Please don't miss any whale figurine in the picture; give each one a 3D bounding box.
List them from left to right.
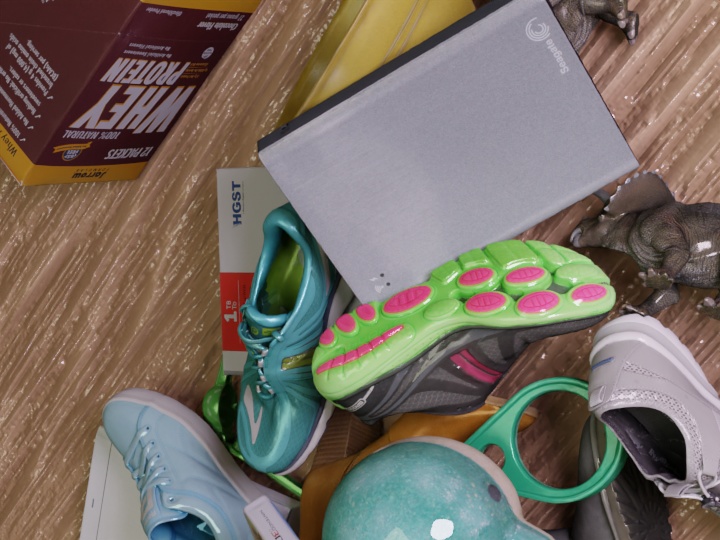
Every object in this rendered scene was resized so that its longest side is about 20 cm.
[{"bbox_3d":[0.052,0.205,0.973,0.159,0.104,0.200,-25,89,29],"label":"whale figurine"}]

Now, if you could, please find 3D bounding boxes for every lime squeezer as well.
[{"bbox_3d":[-0.079,0.119,1.209,0.071,0.038,0.200,-27,77,0],"label":"lime squeezer"}]

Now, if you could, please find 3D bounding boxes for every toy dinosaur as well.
[{"bbox_3d":[0.125,-0.193,1.005,0.102,0.077,0.200,0,98,19],"label":"toy dinosaur"},{"bbox_3d":[0.221,-0.008,0.965,0.200,0.102,0.077,14,146,17],"label":"toy dinosaur"}]

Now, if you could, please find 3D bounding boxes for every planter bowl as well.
[{"bbox_3d":[0.022,-0.148,1.052,0.083,0.200,0.200,29,114,-8],"label":"planter bowl"}]

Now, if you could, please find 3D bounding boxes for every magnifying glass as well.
[{"bbox_3d":[0.080,0.125,1.018,0.200,0.022,0.080,-19,79,23],"label":"magnifying glass"}]

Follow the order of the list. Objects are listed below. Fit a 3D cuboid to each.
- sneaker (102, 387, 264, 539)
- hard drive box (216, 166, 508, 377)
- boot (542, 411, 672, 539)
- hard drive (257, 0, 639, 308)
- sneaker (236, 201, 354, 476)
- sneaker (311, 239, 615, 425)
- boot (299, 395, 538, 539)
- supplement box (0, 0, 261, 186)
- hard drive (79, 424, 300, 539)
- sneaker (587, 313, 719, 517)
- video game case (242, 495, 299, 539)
[{"bbox_3d":[-0.141,0.165,1.182,0.200,0.082,0.074,38,122,25],"label":"sneaker"},{"bbox_3d":[0.000,0.000,1.114,0.200,0.077,0.156,0,94,33],"label":"hard drive box"},{"bbox_3d":[0.114,0.187,1.071,0.200,0.073,0.182,-12,86,40],"label":"boot"},{"bbox_3d":[0.056,-0.074,0.980,0.200,0.033,0.140,-30,116,10],"label":"hard drive"},{"bbox_3d":[-0.057,0.044,1.061,0.077,0.080,0.200,17,104,30],"label":"sneaker"},{"bbox_3d":[0.068,0.043,0.996,0.200,0.084,0.077,-20,43,17],"label":"sneaker"},{"bbox_3d":[0.036,0.162,1.083,0.201,0.071,0.144,-12,62,43],"label":"boot"},{"bbox_3d":[-0.221,-0.205,1.203,0.197,0.133,0.200,49,118,19],"label":"supplement box"},{"bbox_3d":[-0.141,0.216,1.256,0.200,0.027,0.132,18,104,30],"label":"hard drive"},{"bbox_3d":[0.207,0.121,0.956,0.200,0.082,0.075,41,135,-7],"label":"sneaker"},{"bbox_3d":[-0.007,0.266,1.029,0.182,0.022,0.200,48,162,40],"label":"video game case"}]
